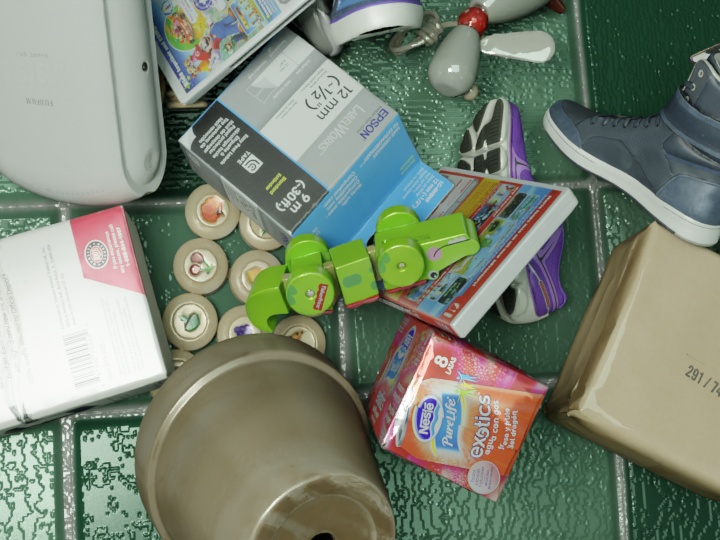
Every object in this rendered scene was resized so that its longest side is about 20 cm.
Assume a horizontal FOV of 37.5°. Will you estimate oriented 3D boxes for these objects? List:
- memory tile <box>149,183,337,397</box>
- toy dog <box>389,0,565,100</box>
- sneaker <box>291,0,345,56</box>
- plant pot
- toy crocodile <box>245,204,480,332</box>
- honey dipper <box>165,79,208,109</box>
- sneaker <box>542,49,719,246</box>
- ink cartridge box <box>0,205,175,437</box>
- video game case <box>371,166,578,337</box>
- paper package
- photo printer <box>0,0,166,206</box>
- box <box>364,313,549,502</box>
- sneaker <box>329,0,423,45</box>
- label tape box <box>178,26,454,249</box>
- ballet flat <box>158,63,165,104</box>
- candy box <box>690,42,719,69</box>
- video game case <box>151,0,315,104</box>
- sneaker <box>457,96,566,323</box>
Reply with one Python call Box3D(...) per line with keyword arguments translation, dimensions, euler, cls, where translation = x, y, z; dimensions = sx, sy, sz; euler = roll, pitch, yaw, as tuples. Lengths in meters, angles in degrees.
Box3D(translation=(-0.098, 0.031, 0.939), dimensions=(0.150, 0.017, 0.204), euler=(12, 81, -7), cls="memory tile")
Box3D(translation=(0.133, -0.226, 0.967), dimensions=(0.200, 0.132, 0.096), euler=(-47, 122, -3), cls="toy dog")
Box3D(translation=(-0.087, -0.272, 0.965), dimensions=(0.082, 0.075, 0.201), euler=(-37, 90, 17), cls="sneaker")
Box3D(translation=(-0.059, 0.170, 0.811), dimensions=(0.196, 0.173, 0.204), euler=(-7, 107, -23), cls="plant pot")
Box3D(translation=(0.000, 0.000, 0.848), dimensions=(0.196, 0.068, 0.063), euler=(-17, 121, 3), cls="toy crocodile")
Box3D(translation=(-0.154, -0.242, 0.913), dimensions=(0.037, 0.038, 0.204), euler=(-3, 96, -8), cls="honey dipper")
Box3D(translation=(0.257, -0.137, 0.920), dimensions=(0.076, 0.148, 0.202), euler=(-15, 44, -41), cls="sneaker")
Box3D(translation=(-0.267, 0.050, 0.871), dimensions=(0.196, 0.084, 0.147), euler=(-16, 82, -6), cls="ink cartridge box")
Box3D(translation=(0.076, -0.023, 0.884), dimensions=(0.143, 0.199, 0.017), euler=(-48, 115, -10), cls="video game case")
Box3D(translation=(0.293, 0.087, 0.944), dimensions=(0.197, 0.103, 0.193), euler=(26, 80, -3), cls="paper package")
Box3D(translation=(-0.238, -0.153, 0.859), dimensions=(0.164, 0.069, 0.204), euler=(10, 114, 27), cls="photo printer")
Box3D(translation=(0.070, 0.103, 0.856), dimensions=(0.098, 0.200, 0.097), euler=(25, 90, -3), cls="box")
Box3D(translation=(0.003, -0.273, 0.891), dimensions=(0.079, 0.200, 0.149), euler=(-10, 104, 5), cls="sneaker")
Box3D(translation=(-0.036, -0.093, 0.914), dimensions=(0.199, 0.066, 0.144), euler=(38, 77, 15), cls="label tape box")
Box3D(translation=(-0.232, -0.217, 0.923), dimensions=(0.067, 0.072, 0.201), euler=(-36, 88, -10), cls="ballet flat")
Box3D(translation=(0.374, -0.106, 0.965), dimensions=(0.060, 0.135, 0.204), euler=(-20, 83, 34), cls="candy box")
Box3D(translation=(-0.107, -0.253, 0.866), dimensions=(0.199, 0.018, 0.145), euler=(-35, 82, 19), cls="video game case")
Box3D(translation=(0.143, -0.055, 0.967), dimensions=(0.082, 0.080, 0.204), euler=(-9, 91, -26), cls="sneaker")
